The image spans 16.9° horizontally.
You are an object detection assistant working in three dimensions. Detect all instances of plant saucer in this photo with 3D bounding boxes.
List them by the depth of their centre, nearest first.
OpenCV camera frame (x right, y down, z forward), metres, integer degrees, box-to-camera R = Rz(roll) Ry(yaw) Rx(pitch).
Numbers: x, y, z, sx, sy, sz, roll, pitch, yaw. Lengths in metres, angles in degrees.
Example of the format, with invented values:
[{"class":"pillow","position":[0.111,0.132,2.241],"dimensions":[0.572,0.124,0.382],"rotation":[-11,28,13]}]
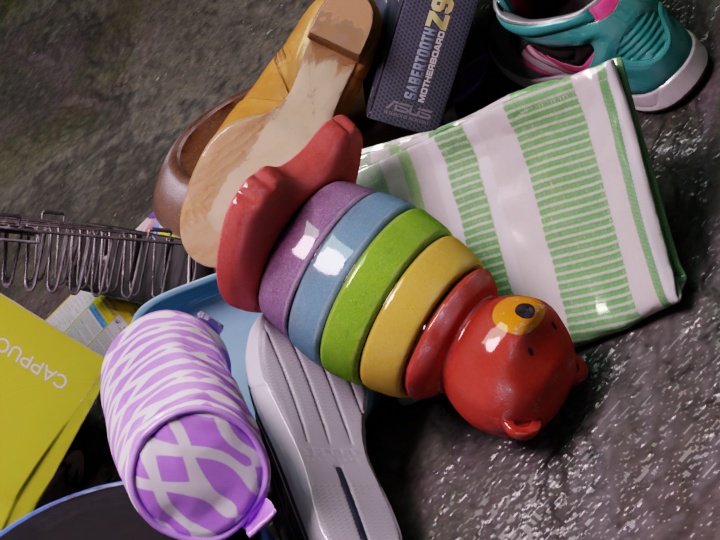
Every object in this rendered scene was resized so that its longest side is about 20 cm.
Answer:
[{"class":"plant saucer","position":[-0.051,-0.085,1.641],"dimensions":[0.200,0.032,0.200],"rotation":[-16,30,9]}]

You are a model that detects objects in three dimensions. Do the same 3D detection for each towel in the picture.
[{"class":"towel","position":[0.082,-0.022,1.387],"dimensions":[0.200,0.023,0.153],"rotation":[-20,82,32]}]

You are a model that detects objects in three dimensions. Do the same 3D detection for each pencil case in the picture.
[{"class":"pencil case","position":[-0.100,0.087,1.367],"dimensions":[0.084,0.086,0.200],"rotation":[-42,17,5]}]

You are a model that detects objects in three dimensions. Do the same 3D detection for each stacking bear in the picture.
[{"class":"stacking bear","position":[0.030,0.021,1.352],"dimensions":[0.121,0.200,0.114],"rotation":[-39,-27,-46]}]

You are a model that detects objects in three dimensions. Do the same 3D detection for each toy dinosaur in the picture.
[{"class":"toy dinosaur","position":[-0.206,0.148,1.600],"dimensions":[0.101,0.058,0.200],"rotation":[-24,37,35]}]

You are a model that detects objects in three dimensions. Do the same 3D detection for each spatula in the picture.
[{"class":"spatula","position":[0.061,-0.076,1.570],"dimensions":[0.056,0.021,0.200],"rotation":[-32,34,30]}]

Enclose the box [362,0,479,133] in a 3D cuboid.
[{"class":"box","position":[0.044,-0.186,1.573],"dimensions":[0.200,0.051,0.158],"rotation":[-98,24,-73]}]

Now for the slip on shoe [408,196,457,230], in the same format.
[{"class":"slip on shoe","position":[0.000,0.000,1.497],"dimensions":[0.200,0.076,0.061],"rotation":[-12,32,49]}]

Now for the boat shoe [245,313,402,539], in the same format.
[{"class":"boat shoe","position":[-0.033,0.109,1.380],"dimensions":[0.071,0.072,0.200],"rotation":[-56,35,39]}]

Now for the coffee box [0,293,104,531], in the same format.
[{"class":"coffee box","position":[-0.310,0.099,1.574],"dimensions":[0.200,0.199,0.198],"rotation":[-61,16,-15]}]

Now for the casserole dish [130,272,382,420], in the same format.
[{"class":"casserole dish","position":[-0.060,0.056,1.492],"dimensions":[0.200,0.121,0.039],"rotation":[-20,-2,36]}]

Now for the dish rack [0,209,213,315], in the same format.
[{"class":"dish rack","position":[-0.205,-0.012,1.561],"dimensions":[0.153,0.200,0.055],"rotation":[8,91,51]}]

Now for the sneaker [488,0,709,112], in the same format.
[{"class":"sneaker","position":[0.117,-0.164,1.506],"dimensions":[0.084,0.121,0.200],"rotation":[-53,31,-11]}]

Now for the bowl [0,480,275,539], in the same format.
[{"class":"bowl","position":[-0.138,0.182,1.332],"dimensions":[0.200,0.039,0.201],"rotation":[-12,28,7]}]

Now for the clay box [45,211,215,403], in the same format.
[{"class":"clay box","position":[-0.123,0.001,1.681],"dimensions":[0.200,0.048,0.115],"rotation":[-44,32,0]}]

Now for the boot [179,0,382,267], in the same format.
[{"class":"boot","position":[-0.045,-0.088,1.537],"dimensions":[0.201,0.071,0.144],"rotation":[-59,0,-2]}]
